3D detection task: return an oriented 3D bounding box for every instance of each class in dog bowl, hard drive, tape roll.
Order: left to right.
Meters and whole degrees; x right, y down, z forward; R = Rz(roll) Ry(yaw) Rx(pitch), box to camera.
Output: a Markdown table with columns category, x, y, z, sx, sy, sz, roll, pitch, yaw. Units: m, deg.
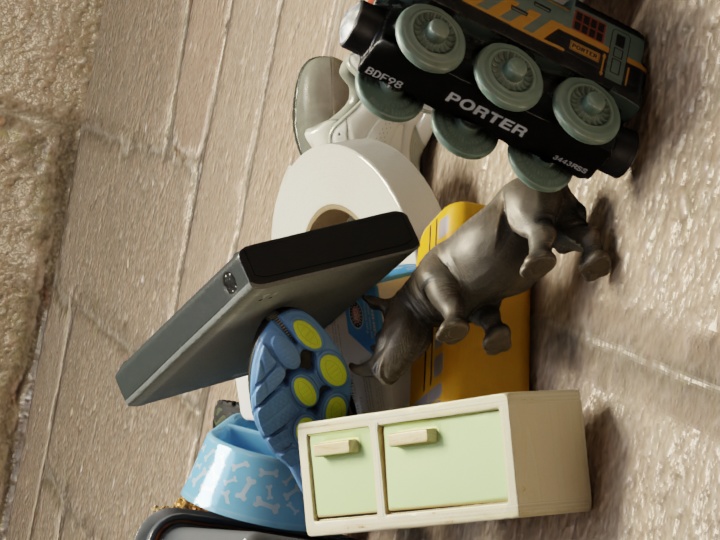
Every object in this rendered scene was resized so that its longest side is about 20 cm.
| category | x | y | z | sx | sy | sz | roll | pitch | yaw |
| --- | --- | --- | --- | --- | --- | --- | --- | --- | --- |
| hard drive | -0.066 | 0.027 | 1.581 | 0.200 | 0.140 | 0.033 | -41 | 69 | 51 |
| dog bowl | -0.065 | 0.147 | 1.737 | 0.200 | 0.111 | 0.050 | -32 | -45 | -81 |
| tape roll | 0.000 | 0.000 | 1.758 | 0.203 | 0.037 | 0.203 | 22 | 118 | 51 |

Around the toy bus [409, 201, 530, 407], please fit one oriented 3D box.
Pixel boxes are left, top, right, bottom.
| category | x | y | z | sx | sy | sz | roll | pitch | yaw |
| --- | --- | --- | --- | --- | --- | --- | --- | --- | --- |
| toy bus | 0.074 | 0.062 | 1.563 | 0.078 | 0.065 | 0.200 | 134 | 143 | -59 |

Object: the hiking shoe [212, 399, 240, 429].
| category | x | y | z | sx | sy | sz | roll | pitch | yaw |
| --- | --- | --- | --- | --- | --- | --- | --- | --- | --- |
| hiking shoe | -0.092 | 0.170 | 2.055 | 0.200 | 0.076 | 0.101 | 180 | 102 | -73 |

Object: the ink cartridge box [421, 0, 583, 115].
| category | x | y | z | sx | sy | sz | roll | pitch | yaw |
| --- | --- | --- | --- | --- | --- | --- | --- | --- | --- |
| ink cartridge box | 0.095 | -0.205 | 1.556 | 0.200 | 0.084 | 0.146 | -84 | 12 | -51 |

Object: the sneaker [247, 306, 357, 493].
| category | x | y | z | sx | sy | sz | roll | pitch | yaw |
| --- | --- | --- | --- | --- | --- | --- | --- | --- | --- |
| sneaker | -0.039 | 0.092 | 1.584 | 0.083 | 0.071 | 0.200 | 59 | 173 | 39 |

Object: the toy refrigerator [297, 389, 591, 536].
| category | x | y | z | sx | sy | sz | roll | pitch | yaw |
| --- | --- | --- | --- | --- | --- | --- | --- | --- | --- |
| toy refrigerator | 0.047 | 0.122 | 1.459 | 0.200 | 0.070 | 0.076 | -12 | 81 | 49 |

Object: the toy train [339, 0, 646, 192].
| category | x | y | z | sx | sy | sz | roll | pitch | yaw |
| --- | --- | --- | --- | --- | --- | --- | --- | --- | --- |
| toy train | 0.083 | -0.128 | 1.420 | 0.085 | 0.200 | 0.114 | -50 | 20 | 51 |

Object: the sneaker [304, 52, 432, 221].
| category | x | y | z | sx | sy | sz | roll | pitch | yaw |
| --- | --- | --- | --- | --- | --- | --- | --- | --- | --- |
| sneaker | 0.000 | -0.079 | 1.838 | 0.078 | 0.099 | 0.200 | 169 | 110 | -74 |

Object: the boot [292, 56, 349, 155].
| category | x | y | z | sx | sy | sz | roll | pitch | yaw |
| --- | --- | --- | --- | --- | --- | --- | --- | --- | --- |
| boot | -0.012 | -0.092 | 1.939 | 0.131 | 0.068 | 0.200 | 142 | 127 | -76 |

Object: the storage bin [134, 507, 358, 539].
| category | x | y | z | sx | sy | sz | roll | pitch | yaw |
| --- | --- | --- | --- | --- | --- | --- | --- | --- | --- |
| storage bin | -0.050 | 0.247 | 1.662 | 0.134 | 0.200 | 0.146 | -14 | 66 | 59 |

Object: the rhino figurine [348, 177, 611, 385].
| category | x | y | z | sx | sy | sz | roll | pitch | yaw |
| --- | --- | --- | --- | --- | --- | --- | --- | --- | --- |
| rhino figurine | 0.067 | 0.011 | 1.491 | 0.200 | 0.060 | 0.087 | -37 | 42 | 26 |

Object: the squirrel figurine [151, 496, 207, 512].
| category | x | y | z | sx | sy | sz | roll | pitch | yaw |
| --- | --- | --- | --- | --- | --- | --- | --- | --- | --- |
| squirrel figurine | -0.081 | 0.242 | 1.805 | 0.141 | 0.200 | 0.187 | 11 | 70 | 33 |

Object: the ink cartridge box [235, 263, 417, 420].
| category | x | y | z | sx | sy | sz | roll | pitch | yaw |
| --- | --- | --- | --- | --- | --- | --- | --- | --- | --- |
| ink cartridge box | -0.015 | 0.055 | 1.700 | 0.200 | 0.068 | 0.116 | 2 | 102 | 54 |
